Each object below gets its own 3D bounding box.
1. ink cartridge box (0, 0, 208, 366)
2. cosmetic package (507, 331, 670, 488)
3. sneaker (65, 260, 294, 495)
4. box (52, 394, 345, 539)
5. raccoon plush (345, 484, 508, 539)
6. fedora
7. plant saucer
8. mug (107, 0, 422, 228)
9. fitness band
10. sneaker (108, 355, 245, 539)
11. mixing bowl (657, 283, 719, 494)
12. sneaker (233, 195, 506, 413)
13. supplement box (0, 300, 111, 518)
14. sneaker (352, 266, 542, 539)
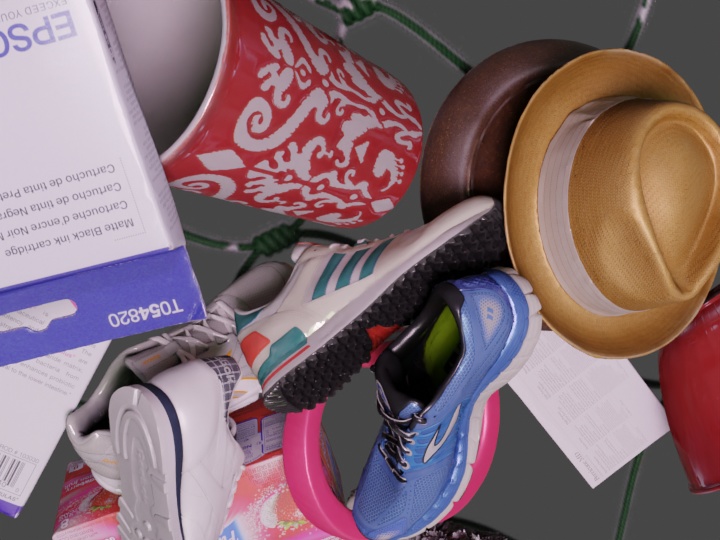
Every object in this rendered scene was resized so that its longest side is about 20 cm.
[{"bbox_3d":[-0.200,-0.035,0.644,0.197,0.041,0.202,-14,112,7],"label":"ink cartridge box"},{"bbox_3d":[0.144,0.061,0.919,0.082,0.051,0.200,-38,110,5],"label":"cosmetic package"},{"bbox_3d":[-0.116,0.065,0.842,0.200,0.075,0.092,-48,153,-12],"label":"sneaker"},{"bbox_3d":[-0.114,0.173,0.910,0.198,0.100,0.096,-19,112,1],"label":"box"},{"bbox_3d":[0.069,0.234,0.983,0.199,0.133,0.098,21,94,-47],"label":"raccoon plush"},{"bbox_3d":[0.183,-0.043,0.786,0.198,0.082,0.204,0,91,-26],"label":"fedora"},{"bbox_3d":[0.139,-0.058,0.846,0.198,0.034,0.203,-1,94,-15],"label":"plant saucer"},{"bbox_3d":[-0.061,-0.120,0.759,0.132,0.180,0.199,-16,159,36],"label":"mug"},{"bbox_3d":[0.026,0.115,0.884,0.199,0.037,0.146,-5,98,-44],"label":"fitness band"},{"bbox_3d":[-0.112,0.149,0.812,0.080,0.076,0.202,-26,135,-40],"label":"sneaker"},{"bbox_3d":[0.287,0.056,0.876,0.199,0.200,0.109,-35,84,8],"label":"mixing bowl"},{"bbox_3d":[0.000,0.000,0.803,0.199,0.094,0.070,-39,148,5],"label":"sneaker"},{"bbox_3d":[-0.231,0.047,0.847,0.100,0.104,0.201,27,108,-14],"label":"supplement box"},{"bbox_3d":[0.034,0.085,0.781,0.088,0.078,0.202,4,117,-42],"label":"sneaker"}]
